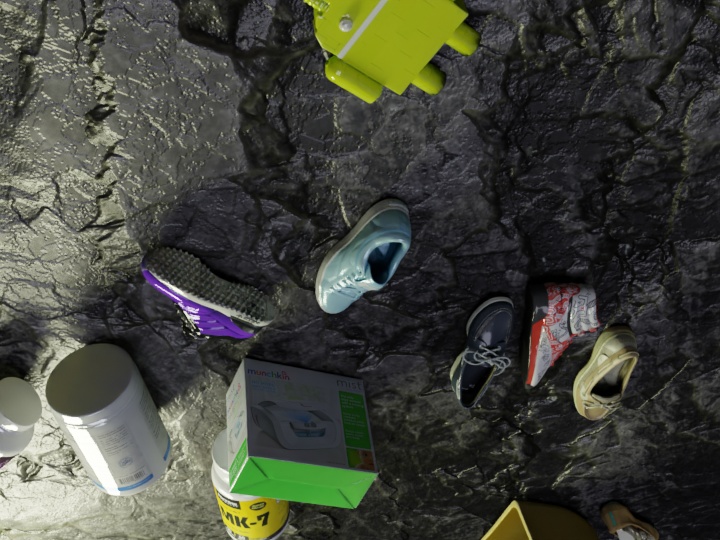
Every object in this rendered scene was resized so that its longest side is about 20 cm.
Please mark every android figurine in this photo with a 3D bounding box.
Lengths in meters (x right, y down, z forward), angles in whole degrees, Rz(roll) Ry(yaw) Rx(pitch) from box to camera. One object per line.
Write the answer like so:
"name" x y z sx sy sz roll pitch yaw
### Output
"android figurine" 0.031 -0.268 1.023 0.198 0.041 0.182 26 125 -32

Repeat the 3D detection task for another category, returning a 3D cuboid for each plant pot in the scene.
"plant pot" 0.358 0.564 1.780 0.197 0.196 0.197 6 133 -27

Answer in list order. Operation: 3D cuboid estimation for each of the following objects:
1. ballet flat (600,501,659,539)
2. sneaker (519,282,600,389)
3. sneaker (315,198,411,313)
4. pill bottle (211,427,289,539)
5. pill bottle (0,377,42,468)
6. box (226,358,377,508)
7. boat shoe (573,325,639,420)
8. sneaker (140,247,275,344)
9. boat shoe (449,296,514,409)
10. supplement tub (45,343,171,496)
"ballet flat" 0.526 0.515 1.840 0.068 0.064 0.199 -35 130 23
"sneaker" 0.295 0.099 1.400 0.106 0.068 0.203 -4 132 -2
"sneaker" 0.000 0.000 1.244 0.073 0.083 0.201 17 129 -23
"pill bottle" -0.177 0.342 1.521 0.112 0.115 0.202 -7 134 -3
"pill bottle" -0.546 0.237 1.358 0.199 0.113 0.112 -37 129 25
"box" -0.090 0.240 1.393 0.197 0.178 0.097 13 131 -21
"boat shoe" 0.388 0.175 1.491 0.072 0.064 0.202 2 133 -11
"sneaker" -0.218 0.048 1.263 0.199 0.070 0.099 30 125 -31
"boat shoe" 0.181 0.125 1.408 0.074 0.062 0.202 10 131 -16
"supplement tub" -0.355 0.216 1.358 0.130 0.133 0.202 -10 134 0
